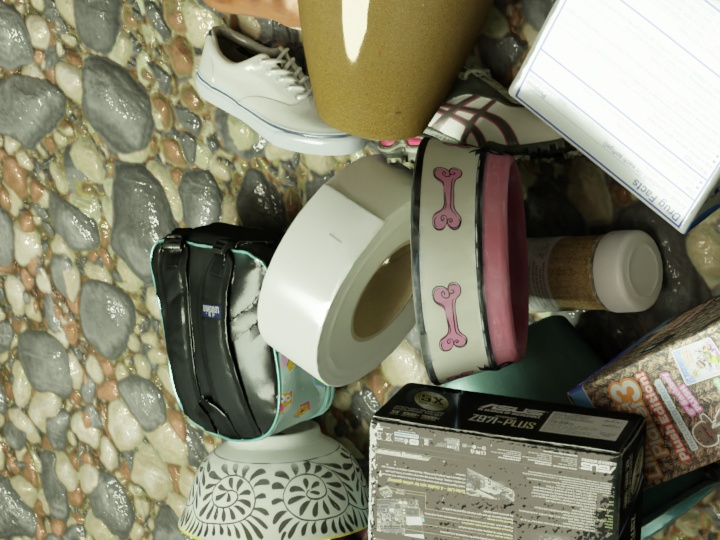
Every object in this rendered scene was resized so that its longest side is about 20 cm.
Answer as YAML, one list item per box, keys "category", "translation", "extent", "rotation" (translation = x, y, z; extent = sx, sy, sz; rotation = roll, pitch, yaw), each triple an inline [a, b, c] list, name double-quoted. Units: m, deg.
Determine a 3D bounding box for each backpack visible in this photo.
- category: "backpack"
  translation: [-0.102, 0.058, 1.783]
  extent: [0.176, 0.153, 0.200]
  rotation: [6, 102, 40]

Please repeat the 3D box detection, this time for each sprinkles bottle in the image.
- category: "sprinkles bottle"
  translation: [0.158, 0.003, 1.591]
  extent: [0.200, 0.068, 0.068]
  rotation: [-2, 110, 42]

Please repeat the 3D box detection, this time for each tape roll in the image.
- category: "tape roll"
  translation: [0.000, 0.000, 1.633]
  extent: [0.071, 0.202, 0.202]
  rotation: [34, 130, 24]

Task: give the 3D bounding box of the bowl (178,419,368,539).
- category: "bowl"
  translation: [-0.082, 0.199, 1.826]
  extent: [0.201, 0.201, 0.094]
  rotation: [3, 99, 40]

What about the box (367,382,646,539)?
- category: "box"
  translation: [0.112, 0.187, 1.437]
  extent: [0.200, 0.086, 0.164]
  rotation: [6, 107, 20]

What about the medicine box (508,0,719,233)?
- category: "medicine box"
  translation: [0.241, -0.166, 1.408]
  extent: [0.182, 0.103, 0.200]
  rotation: [41, 133, 17]

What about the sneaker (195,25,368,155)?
- category: "sneaker"
  translation: [-0.076, -0.166, 1.704]
  extent: [0.200, 0.073, 0.071]
  rotation: [26, 130, 29]

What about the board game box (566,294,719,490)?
- category: "board game box"
  translation: [0.293, 0.074, 1.447]
  extent: [0.200, 0.159, 0.097]
  rotation: [-31, 89, 45]

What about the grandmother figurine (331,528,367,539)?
- category: "grandmother figurine"
  translation: [-0.015, 0.286, 1.828]
  extent: [0.121, 0.200, 0.061]
  rotation: [-41, 106, 6]

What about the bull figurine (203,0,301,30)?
- category: "bull figurine"
  translation: [-0.070, -0.266, 1.654]
  extent: [0.200, 0.065, 0.121]
  rotation: [12, 115, 34]

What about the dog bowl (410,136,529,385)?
- category: "dog bowl"
  translation: [0.091, -0.009, 1.489]
  extent: [0.074, 0.200, 0.200]
  rotation: [-2, 112, 11]

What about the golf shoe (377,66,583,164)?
- category: "golf shoe"
  translation: [0.105, -0.131, 1.564]
  extent: [0.200, 0.077, 0.088]
  rotation: [3, 92, 28]

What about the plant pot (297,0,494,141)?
- category: "plant pot"
  translation: [0.023, -0.214, 1.499]
  extent: [0.186, 0.186, 0.200]
  rotation: [27, 121, 28]

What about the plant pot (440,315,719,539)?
- category: "plant pot"
  translation: [0.168, 0.157, 1.588]
  extent: [0.196, 0.200, 0.200]
  rotation: [56, 136, 14]
